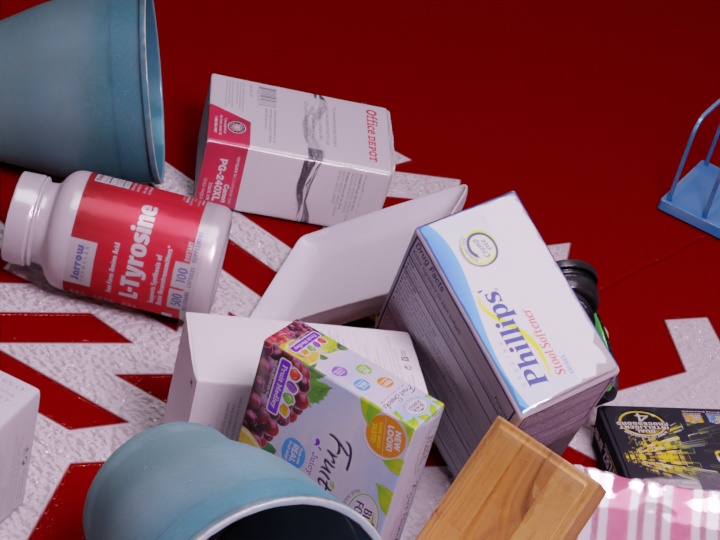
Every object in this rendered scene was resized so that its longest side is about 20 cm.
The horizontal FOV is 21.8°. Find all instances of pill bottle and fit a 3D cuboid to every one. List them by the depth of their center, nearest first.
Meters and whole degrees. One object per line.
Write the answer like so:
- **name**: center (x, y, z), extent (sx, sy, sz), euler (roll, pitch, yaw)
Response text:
- **pill bottle**: center (-0.225, -0.027, 1.730), extent (0.198, 0.113, 0.113), euler (14, 32, -2)

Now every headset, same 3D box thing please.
- **headset**: center (0.170, 0.038, 1.704), extent (0.093, 0.201, 0.124), euler (-21, 23, 21)

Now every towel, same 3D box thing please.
- **towel**: center (0.242, 0.226, 1.519), extent (0.198, 0.030, 0.147), euler (10, 41, 2)

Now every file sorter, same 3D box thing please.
- **file sorter**: center (0.469, -0.102, 2.133), extent (0.199, 0.124, 0.139), euler (28, 33, 19)

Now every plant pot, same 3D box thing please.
- **plant pot**: center (-0.107, 0.211, 1.348), extent (0.198, 0.202, 0.188), euler (-5, 24, -29)
- **plant pot**: center (-0.298, -0.181, 1.876), extent (0.186, 0.202, 0.201), euler (-4, 34, -2)

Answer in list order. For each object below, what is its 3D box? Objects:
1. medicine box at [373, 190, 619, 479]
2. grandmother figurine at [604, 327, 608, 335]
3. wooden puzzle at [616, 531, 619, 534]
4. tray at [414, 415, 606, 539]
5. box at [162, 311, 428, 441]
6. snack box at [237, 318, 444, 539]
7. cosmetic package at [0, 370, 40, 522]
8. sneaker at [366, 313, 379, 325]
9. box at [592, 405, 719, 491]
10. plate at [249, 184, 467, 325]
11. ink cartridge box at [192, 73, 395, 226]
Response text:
- **medicine box**: center (0.110, 0.068, 1.586), extent (0.102, 0.200, 0.183), euler (-21, 69, -21)
- **grandmother figurine**: center (0.162, 0.101, 1.757), extent (0.121, 0.061, 0.199), euler (28, 37, 26)
- **wooden puzzle**: center (0.304, 0.289, 1.514), extent (0.183, 0.047, 0.201), euler (2, 40, -8)
- **tray**: center (0.091, 0.223, 1.430), extent (0.098, 0.201, 0.037), euler (32, -7, 25)
- **box**: center (-0.057, 0.120, 1.567), extent (0.198, 0.125, 0.098), euler (6, 33, -15)
- **snack box**: center (-0.029, 0.159, 1.447), extent (0.141, 0.202, 0.053), euler (28, 32, 19)
- **cosmetic package**: center (-0.380, 0.141, 1.399), extent (0.198, 0.124, 0.200), euler (23, 34, 12)
- **sneaker**: center (0.051, 0.057, 1.775), extent (0.084, 0.075, 0.201), euler (-6, 32, -7)
- **box**: center (0.319, 0.183, 1.671), extent (0.197, 0.050, 0.162), euler (3, 28, -6)
- **plate**: center (0.000, 0.000, 1.773), extent (0.198, 0.033, 0.200), euler (-18, 22, 27)
- **ink cartridge box**: center (-0.070, -0.122, 1.967), extent (0.198, 0.084, 0.146), euler (11, 32, -9)
